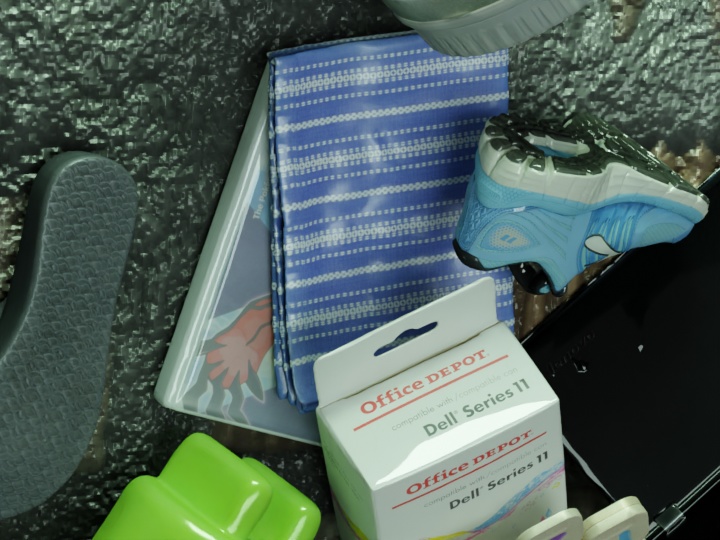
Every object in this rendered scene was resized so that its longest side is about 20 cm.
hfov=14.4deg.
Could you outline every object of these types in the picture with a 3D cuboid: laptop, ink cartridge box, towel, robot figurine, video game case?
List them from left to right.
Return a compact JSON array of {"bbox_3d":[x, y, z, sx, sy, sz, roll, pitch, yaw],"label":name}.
[{"bbox_3d":[-0.105,0.191,1.512,0.175,0.116,0.200,32,90,-47],"label":"robot figurine"},{"bbox_3d":[0.000,0.000,1.557,0.182,0.023,0.200,16,98,-27],"label":"video game case"},{"bbox_3d":[0.019,-0.028,1.533,0.145,0.024,0.200,-9,108,-23],"label":"towel"},{"bbox_3d":[0.046,0.105,1.532,0.117,0.067,0.200,-26,143,-12],"label":"ink cartridge box"},{"bbox_3d":[0.206,0.078,1.683,0.187,0.116,0.200,-40,146,-8],"label":"laptop"}]

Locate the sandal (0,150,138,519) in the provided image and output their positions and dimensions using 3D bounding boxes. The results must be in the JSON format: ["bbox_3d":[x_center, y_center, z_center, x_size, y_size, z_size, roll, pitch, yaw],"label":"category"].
[{"bbox_3d":[-0.167,0.036,1.486,0.076,0.043,0.200,21,88,-36],"label":"sandal"}]

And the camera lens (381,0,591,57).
[{"bbox_3d":[0.041,-0.229,1.430,0.160,0.160,0.200,-41,117,-8],"label":"camera lens"}]

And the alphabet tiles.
[{"bbox_3d":[0.071,0.190,1.580,0.200,0.015,0.196,-28,155,-7],"label":"alphabet tiles"}]

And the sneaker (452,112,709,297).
[{"bbox_3d":[0.113,-0.032,1.555,0.200,0.078,0.090,4,121,-51],"label":"sneaker"}]
